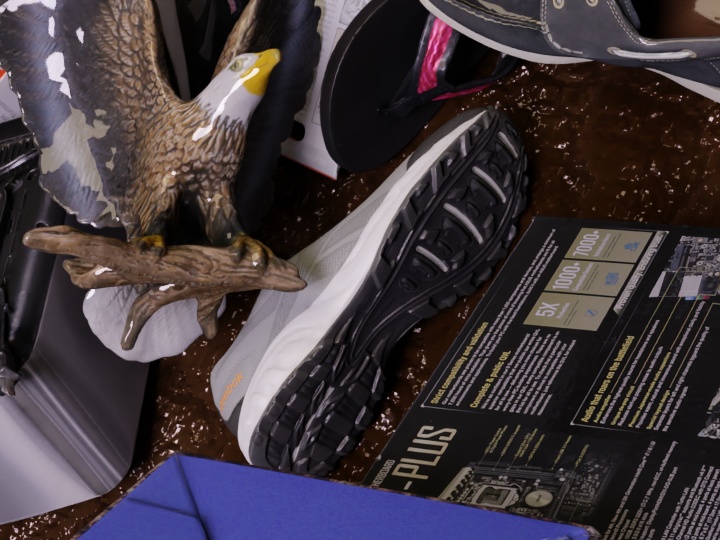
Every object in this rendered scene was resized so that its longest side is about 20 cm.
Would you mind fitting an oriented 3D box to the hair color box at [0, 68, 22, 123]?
[{"bbox_3d":[-0.135,-0.137,0.961,0.200,0.111,0.064,-51,47,-2],"label":"hair color box"}]

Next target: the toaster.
[{"bbox_3d":[-0.205,0.033,0.874,0.180,0.119,0.201,-15,45,19],"label":"toaster"}]

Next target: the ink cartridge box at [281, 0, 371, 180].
[{"bbox_3d":[-0.004,-0.156,0.912,0.109,0.050,0.201,26,105,41],"label":"ink cartridge box"}]

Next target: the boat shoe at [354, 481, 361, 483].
[{"bbox_3d":[0.048,0.128,0.717,0.200,0.063,0.073,-6,34,24],"label":"boat shoe"}]

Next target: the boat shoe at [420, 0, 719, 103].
[{"bbox_3d":[0.114,-0.128,0.777,0.199,0.068,0.072,18,77,20],"label":"boat shoe"}]

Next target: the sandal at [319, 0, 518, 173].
[{"bbox_3d":[0.057,-0.125,0.850,0.200,0.075,0.045,-45,47,-1],"label":"sandal"}]

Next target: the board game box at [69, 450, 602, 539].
[{"bbox_3d":[-0.007,0.177,0.549,0.159,0.201,0.097,8,27,29],"label":"board game box"}]

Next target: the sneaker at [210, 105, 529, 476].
[{"bbox_3d":[0.000,0.000,0.813,0.200,0.074,0.079,-50,42,-2],"label":"sneaker"}]

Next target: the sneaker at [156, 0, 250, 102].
[{"bbox_3d":[-0.082,-0.130,0.903,0.087,0.201,0.076,-21,28,-30],"label":"sneaker"}]

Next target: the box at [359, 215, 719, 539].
[{"bbox_3d":[0.105,0.076,0.625,0.163,0.086,0.200,5,39,30],"label":"box"}]

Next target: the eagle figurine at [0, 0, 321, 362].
[{"bbox_3d":[-0.082,-0.071,0.808,0.150,0.152,0.201,-20,54,11],"label":"eagle figurine"}]
